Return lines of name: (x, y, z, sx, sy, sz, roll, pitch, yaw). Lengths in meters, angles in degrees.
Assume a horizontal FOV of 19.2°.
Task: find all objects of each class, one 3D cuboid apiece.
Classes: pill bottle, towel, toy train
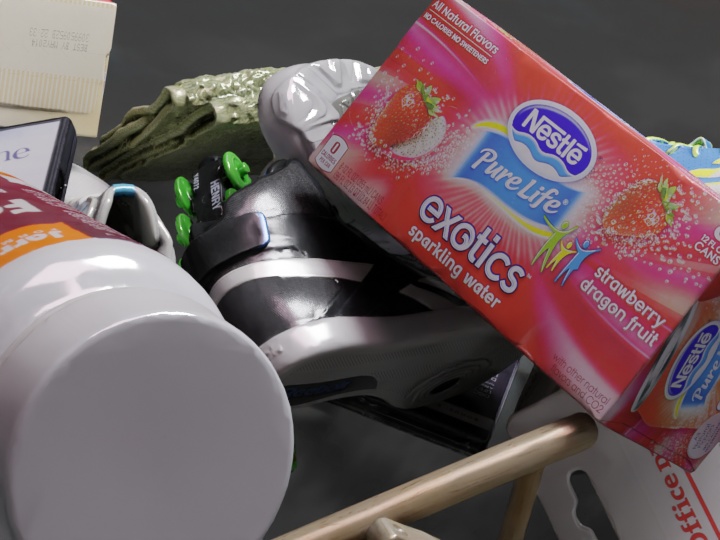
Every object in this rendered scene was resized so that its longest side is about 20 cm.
pill bottle: (-0.110, 0.036, 0.720, 0.114, 0.115, 0.200, -1, 13, -30)
towel: (-0.039, -0.082, 1.159, 0.199, 0.037, 0.148, -5, -7, -31)
toy train: (-0.058, 0.021, 1.006, 0.056, 0.042, 0.201, 51, 20, -37)

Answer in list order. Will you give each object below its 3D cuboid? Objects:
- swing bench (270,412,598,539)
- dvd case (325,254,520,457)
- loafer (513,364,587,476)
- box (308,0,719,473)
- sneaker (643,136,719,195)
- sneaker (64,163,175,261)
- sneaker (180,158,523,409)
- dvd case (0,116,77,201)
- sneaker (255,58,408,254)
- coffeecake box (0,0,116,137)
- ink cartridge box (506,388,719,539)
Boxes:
swing bench: (0.034, 0.166, 0.755, 0.199, 0.130, 0.199, -6, 36, -27)
dvd case: (0.015, 0.019, 1.115, 0.148, 0.016, 0.200, 20, 29, 5)
loafer: (0.117, 0.045, 1.086, 0.069, 0.070, 0.200, -3, 21, 30)
box: (0.086, -0.019, 0.902, 0.200, 0.100, 0.095, 43, 8, 36)
sneaker: (0.146, -0.035, 0.960, 0.076, 0.200, 0.105, -1, 61, -62)
sneaker: (-0.120, -0.012, 1.025, 0.075, 0.087, 0.200, 2, 30, -22)
sneaker: (0.000, 0.000, 0.982, 0.200, 0.073, 0.112, 3, 54, -56)
dvd case: (-0.209, -0.011, 0.984, 0.142, 0.018, 0.200, -10, 29, 5)
sneaker: (-0.017, -0.044, 1.067, 0.099, 0.078, 0.200, -6, -20, 21)
coffeecake box: (-0.229, -0.133, 1.138, 0.153, 0.073, 0.200, 5, 14, -21)
ink cartridge box: (0.179, 0.073, 0.949, 0.116, 0.199, 0.068, 65, 10, 14)
